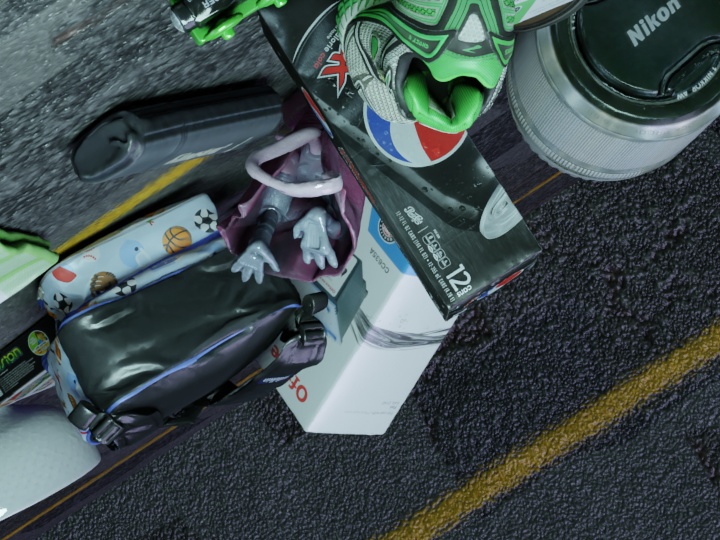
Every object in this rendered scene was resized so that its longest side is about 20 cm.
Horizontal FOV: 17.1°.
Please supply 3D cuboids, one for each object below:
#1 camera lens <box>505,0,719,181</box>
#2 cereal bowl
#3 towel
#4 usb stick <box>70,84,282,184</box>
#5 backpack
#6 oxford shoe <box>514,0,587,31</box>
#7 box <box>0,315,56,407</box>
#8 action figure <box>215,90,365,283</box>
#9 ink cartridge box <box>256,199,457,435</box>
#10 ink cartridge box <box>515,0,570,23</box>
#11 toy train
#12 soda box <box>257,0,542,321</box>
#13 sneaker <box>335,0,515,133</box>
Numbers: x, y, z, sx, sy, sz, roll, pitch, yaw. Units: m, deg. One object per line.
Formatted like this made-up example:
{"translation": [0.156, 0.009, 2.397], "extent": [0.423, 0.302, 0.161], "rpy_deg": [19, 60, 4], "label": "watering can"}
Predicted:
{"translation": [0.196, -0.158, 1.783], "extent": [0.160, 0.160, 0.200], "rpy_deg": [-31, 175, -11], "label": "camera lens"}
{"translation": [-0.325, 0.166, 2.023], "extent": [0.199, 0.084, 0.200], "rpy_deg": [-24, -177, 1], "label": "cereal bowl"}
{"translation": [-0.287, 0.040, 1.495], "extent": [0.199, 0.031, 0.149], "rpy_deg": [-33, 175, 5], "label": "towel"}
{"translation": [-0.106, -0.082, 1.425], "extent": [0.055, 0.033, 0.200], "rpy_deg": [-36, 174, 24], "label": "usb stick"}
{"translation": [-0.147, 0.046, 1.715], "extent": [0.199, 0.155, 0.191], "rpy_deg": [-22, 165, -20], "label": "backpack"}
{"translation": [0.113, -0.206, 1.460], "extent": [0.084, 0.073, 0.200], "rpy_deg": [-11, 162, -29], "label": "oxford shoe"}
{"translation": [-0.208, 0.038, 1.896], "extent": [0.200, 0.035, 0.110], "rpy_deg": [-35, 174, 28], "label": "box"}
{"translation": [-0.023, -0.088, 1.567], "extent": [0.201, 0.133, 0.149], "rpy_deg": [-61, 155, -30], "label": "action figure"}
{"translation": [0.000, 0.000, 1.764], "extent": [0.086, 0.147, 0.200], "rpy_deg": [5, 127, -43], "label": "ink cartridge box"}
{"translation": [0.118, -0.212, 1.262], "extent": [0.146, 0.084, 0.200], "rpy_deg": [-26, 172, -43], "label": "ink cartridge box"}
{"translation": [-0.007, -0.171, 1.170], "extent": [0.199, 0.042, 0.056], "rpy_deg": [-32, -176, -5], "label": "toy train"}
{"translation": [0.021, -0.074, 1.328], "extent": [0.063, 0.201, 0.071], "rpy_deg": [-33, 175, -3], "label": "soda box"}
{"translation": [0.029, -0.106, 1.195], "extent": [0.078, 0.086, 0.200], "rpy_deg": [5, 169, -7], "label": "sneaker"}
